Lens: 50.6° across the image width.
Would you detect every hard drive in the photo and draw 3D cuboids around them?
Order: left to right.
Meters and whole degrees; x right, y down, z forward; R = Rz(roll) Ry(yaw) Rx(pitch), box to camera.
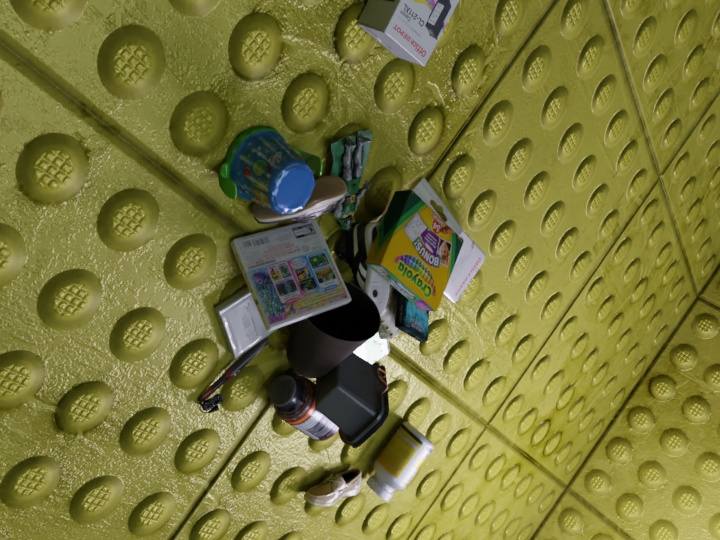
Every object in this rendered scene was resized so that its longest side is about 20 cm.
[{"bbox_3d":[-0.194,0.073,1.547,0.198,0.026,0.134,-35,136,-25],"label":"hard drive"}]

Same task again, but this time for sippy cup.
[{"bbox_3d":[-0.153,-0.168,1.345,0.178,0.130,0.140,-47,140,-10],"label":"sippy cup"}]

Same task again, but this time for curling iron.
[{"bbox_3d":[-0.260,0.213,1.573,0.201,0.025,0.050,-49,134,-7],"label":"curling iron"}]

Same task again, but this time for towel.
[{"bbox_3d":[-0.012,0.186,1.817,0.198,0.023,0.155,-30,133,-26],"label":"towel"}]

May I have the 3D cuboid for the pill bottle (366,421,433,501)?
[{"bbox_3d":[0.105,0.528,2.100,0.201,0.111,0.112,-52,141,-5],"label":"pill bottle"}]

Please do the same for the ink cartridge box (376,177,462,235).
[{"bbox_3d":[0.120,-0.081,1.702,0.161,0.047,0.200,50,63,-15],"label":"ink cartridge box"}]

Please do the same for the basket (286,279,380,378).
[{"bbox_3d":[-0.076,0.129,1.577,0.176,0.139,0.201,20,142,-13],"label":"basket"}]

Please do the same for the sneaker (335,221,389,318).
[{"bbox_3d":[0.000,0.000,1.619,0.072,0.110,0.206,-1,93,-47],"label":"sneaker"}]

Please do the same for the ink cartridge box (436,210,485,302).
[{"bbox_3d":[0.201,-0.032,1.840,0.148,0.082,0.199,-55,140,-2],"label":"ink cartridge box"}]

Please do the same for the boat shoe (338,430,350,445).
[{"bbox_3d":[-0.025,0.345,1.888,0.073,0.070,0.204,-60,149,-45],"label":"boat shoe"}]

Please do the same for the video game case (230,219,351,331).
[{"bbox_3d":[-0.131,0.004,1.465,0.197,0.185,0.024,-17,166,-38],"label":"video game case"}]

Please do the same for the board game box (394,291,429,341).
[{"bbox_3d":[0.125,0.083,1.796,0.200,0.027,0.139,35,57,-66],"label":"board game box"}]

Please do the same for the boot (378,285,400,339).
[{"bbox_3d":[0.029,0.100,1.744,0.199,0.071,0.158,-38,128,-29],"label":"boot"}]

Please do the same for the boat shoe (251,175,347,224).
[{"bbox_3d":[-0.115,-0.122,1.460,0.197,0.072,0.066,-23,148,-26],"label":"boat shoe"}]

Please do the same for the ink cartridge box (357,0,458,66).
[{"bbox_3d":[0.104,-0.508,1.417,0.144,0.082,0.203,20,100,-51],"label":"ink cartridge box"}]

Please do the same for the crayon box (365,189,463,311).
[{"bbox_3d":[0.118,-0.039,1.609,0.199,0.058,0.176,38,66,-36],"label":"crayon box"}]

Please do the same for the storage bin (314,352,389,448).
[{"bbox_3d":[-0.021,0.259,1.682,0.133,0.202,0.145,38,113,-21],"label":"storage bin"}]

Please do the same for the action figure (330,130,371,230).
[{"bbox_3d":[-0.022,-0.172,1.543,0.117,0.054,0.204,-23,134,-38],"label":"action figure"}]

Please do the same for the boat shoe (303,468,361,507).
[{"bbox_3d":[-0.069,0.558,1.977,0.197,0.071,0.067,0,107,-48],"label":"boat shoe"}]

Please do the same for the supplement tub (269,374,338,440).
[{"bbox_3d":[-0.126,0.303,1.713,0.108,0.106,0.200,-50,140,-6],"label":"supplement tub"}]
